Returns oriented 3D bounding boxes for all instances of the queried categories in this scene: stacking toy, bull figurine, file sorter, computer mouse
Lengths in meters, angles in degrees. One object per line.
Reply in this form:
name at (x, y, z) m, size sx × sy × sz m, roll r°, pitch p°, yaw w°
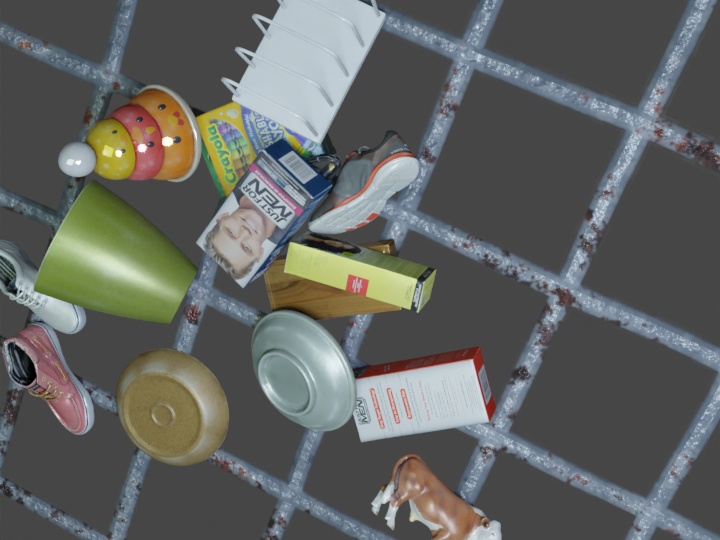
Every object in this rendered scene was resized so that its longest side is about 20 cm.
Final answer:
stacking toy at (-0.337, -0.171, 1.600) m, size 0.146 × 0.200 × 0.146 m, roll 21°, pitch 124°, yaw 35°
bull figurine at (0.113, 0.368, 1.684) m, size 0.200 × 0.065 × 0.121 m, roll 44°, pitch 80°, yaw 10°
file sorter at (-0.078, -0.296, 1.504) m, size 0.139 × 0.125 × 0.200 m, roll 27°, pitch 89°, yaw 9°
computer mouse at (-0.091, -0.099, 1.612) m, size 0.059 × 0.034 × 0.200 m, roll 35°, pitch 132°, yaw -8°

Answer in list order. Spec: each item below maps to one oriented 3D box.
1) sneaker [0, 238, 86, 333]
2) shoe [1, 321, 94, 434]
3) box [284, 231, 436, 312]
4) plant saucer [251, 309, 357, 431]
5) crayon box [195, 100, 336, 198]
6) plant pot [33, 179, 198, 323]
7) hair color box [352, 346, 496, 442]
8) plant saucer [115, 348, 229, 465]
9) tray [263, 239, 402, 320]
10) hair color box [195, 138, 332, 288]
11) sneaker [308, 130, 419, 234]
sneaker at (-0.526, 0.033, 1.799) m, size 0.200 × 0.071 × 0.073 m, roll 40°, pitch 113°, yaw 4°
shoe at (-0.505, 0.185, 1.824) m, size 0.071 × 0.091 × 0.200 m, roll -20°, pitch 98°, yaw 22°
box at (0.000, 0.000, 1.584) m, size 0.200 × 0.075 × 0.050 m, roll 17°, pitch 109°, yaw 11°
plant saucer at (-0.097, 0.157, 1.670) m, size 0.200 × 0.050 × 0.200 m, roll 21°, pitch 125°, yaw 33°
crayon box at (-0.151, -0.188, 1.630) m, size 0.200 × 0.052 × 0.126 m, roll -19°, pitch 98°, yaw 22°
plant pot at (-0.351, -0.007, 1.692) m, size 0.200 × 0.187 × 0.187 m, roll 27°, pitch 112°, yaw -7°
hair color box at (0.087, 0.181, 1.651) m, size 0.200 × 0.061 × 0.102 m, roll -11°, pitch 102°, yaw 19°
plant saucer at (-0.308, 0.224, 1.802) m, size 0.200 × 0.035 × 0.201 m, roll 5°, pitch 106°, yaw 17°
tray at (-0.040, 0.019, 1.661) m, size 0.200 × 0.037 × 0.099 m, roll -8°, pitch 102°, yaw 20°
hair color box at (-0.138, -0.078, 1.595) m, size 0.100 × 0.061 × 0.200 m, roll 43°, pitch 126°, yaw 5°
sneaker at (-0.001, -0.124, 1.603) m, size 0.200 × 0.077 × 0.082 m, roll -36°, pitch 61°, yaw 29°
